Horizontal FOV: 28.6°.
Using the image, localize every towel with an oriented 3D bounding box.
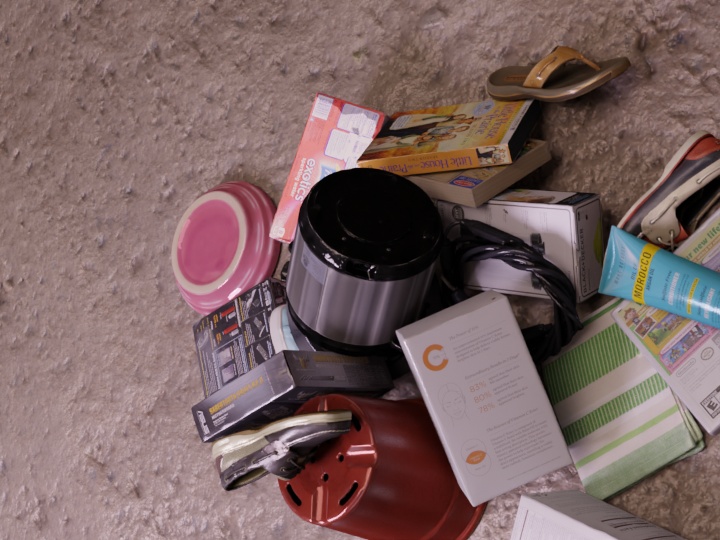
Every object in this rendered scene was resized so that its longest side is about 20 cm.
[{"bbox_3d":[0.286,0.141,1.585,0.152,0.023,0.201,-35,59,28],"label":"towel"}]

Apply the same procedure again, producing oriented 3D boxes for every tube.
[{"bbox_3d":[0.343,0.018,1.506,0.199,0.050,0.078,23,107,39],"label":"tube"}]

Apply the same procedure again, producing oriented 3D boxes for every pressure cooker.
[{"bbox_3d":[-0.003,0.001,1.667,0.201,0.177,0.177,103,169,-45],"label":"pressure cooker"}]

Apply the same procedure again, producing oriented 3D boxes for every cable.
[{"bbox_3d":[0.168,0.037,1.632,0.199,0.051,0.164,26,123,32],"label":"cable"}]

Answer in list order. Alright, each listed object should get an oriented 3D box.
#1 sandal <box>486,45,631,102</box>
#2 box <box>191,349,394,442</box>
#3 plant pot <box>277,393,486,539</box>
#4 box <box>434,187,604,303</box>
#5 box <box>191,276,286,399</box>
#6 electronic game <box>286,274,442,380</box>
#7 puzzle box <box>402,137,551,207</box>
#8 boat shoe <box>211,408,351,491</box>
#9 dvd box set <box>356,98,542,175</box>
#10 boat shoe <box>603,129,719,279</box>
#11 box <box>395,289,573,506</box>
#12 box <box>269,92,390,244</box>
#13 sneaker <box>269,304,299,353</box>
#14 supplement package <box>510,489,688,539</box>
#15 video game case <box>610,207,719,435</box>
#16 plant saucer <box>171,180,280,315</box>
[{"bbox_3d":[0.229,-0.242,1.703,0.199,0.080,0.054,5,125,44],"label":"sandal"},{"bbox_3d":[-0.079,0.152,1.692,0.158,0.199,0.049,-34,67,30],"label":"box"},{"bbox_3d":[0.017,0.234,1.666,0.200,0.195,0.202,-13,69,37],"label":"plant pot"},{"bbox_3d":[0.187,-0.034,1.664,0.199,0.060,0.118,6,110,42],"label":"box"},{"bbox_3d":[-0.146,0.133,1.930,0.157,0.050,0.201,-31,59,30],"label":"box"},{"bbox_3d":[0.004,0.045,1.784,0.198,0.042,0.202,0,89,8],"label":"electronic game"},{"bbox_3d":[0.118,-0.132,1.729,0.199,0.133,0.026,17,133,50],"label":"puzzle box"},{"bbox_3d":[-0.085,0.203,1.590,0.200,0.072,0.066,-20,74,36],"label":"boat shoe"},{"bbox_3d":[0.110,-0.164,1.731,0.199,0.146,0.030,-4,119,27],"label":"dvd box set"},{"bbox_3d":[0.345,-0.060,1.566,0.063,0.071,0.200,43,101,36],"label":"boat shoe"},{"bbox_3d":[0.136,0.139,1.573,0.124,0.097,0.201,-23,95,-3],"label":"box"},{"bbox_3d":[-0.033,-0.119,1.860,0.102,0.095,0.201,18,89,13],"label":"box"},{"bbox_3d":[-0.049,0.121,1.842,0.082,0.074,0.201,-35,68,25],"label":"sneaker"},{"bbox_3d":[0.263,0.319,1.481,0.199,0.109,0.115,21,101,41],"label":"supplement package"},{"bbox_3d":[0.392,0.043,1.507,0.200,0.022,0.182,-46,56,14],"label":"video game case"},{"bbox_3d":[-0.203,-0.035,2.027,0.200,0.051,0.202,-13,68,36],"label":"plant saucer"}]
